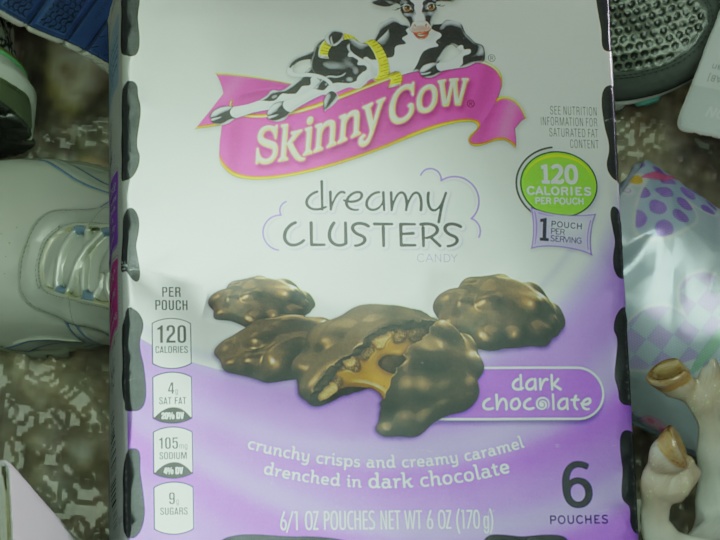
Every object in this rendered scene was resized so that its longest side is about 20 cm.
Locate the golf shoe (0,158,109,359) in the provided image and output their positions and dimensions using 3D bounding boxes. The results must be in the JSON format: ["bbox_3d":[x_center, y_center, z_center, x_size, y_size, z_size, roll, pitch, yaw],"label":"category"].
[{"bbox_3d":[-0.083,-0.004,0.975,0.199,0.097,0.079,9,81,2],"label":"golf shoe"}]

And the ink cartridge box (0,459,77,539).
[{"bbox_3d":[-0.133,0.162,0.869,0.145,0.200,0.088,-19,48,11],"label":"ink cartridge box"}]

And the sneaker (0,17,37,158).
[{"bbox_3d":[-0.185,-0.117,0.964,0.077,0.200,0.089,-11,58,23],"label":"sneaker"}]

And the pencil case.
[{"bbox_3d":[0.155,0.046,0.978,0.200,0.083,0.091,34,107,5],"label":"pencil case"}]

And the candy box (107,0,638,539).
[{"bbox_3d":[0.000,0.000,0.898,0.167,0.072,0.201,0,77,-9],"label":"candy box"}]

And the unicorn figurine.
[{"bbox_3d":[0.143,0.083,0.904,0.199,0.074,0.138,-12,124,20],"label":"unicorn figurine"}]

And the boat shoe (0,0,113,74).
[{"bbox_3d":[-0.064,-0.093,0.996,0.200,0.072,0.072,38,104,-21],"label":"boat shoe"}]

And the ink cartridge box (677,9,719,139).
[{"bbox_3d":[0.226,-0.116,0.982,0.162,0.050,0.201,15,75,33],"label":"ink cartridge box"}]

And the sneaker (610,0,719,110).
[{"bbox_3d":[0.042,-0.118,1.000,0.199,0.091,0.078,18,81,2],"label":"sneaker"}]
